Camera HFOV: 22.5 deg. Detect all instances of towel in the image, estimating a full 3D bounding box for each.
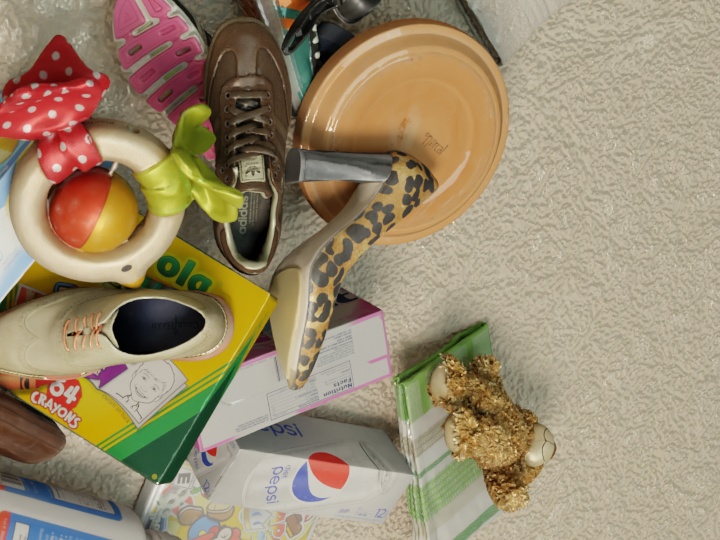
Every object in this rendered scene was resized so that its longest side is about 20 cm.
[{"bbox_3d":[0.085,0.166,1.718,0.149,0.031,0.201,-31,121,-47],"label":"towel"},{"bbox_3d":[0.125,-0.297,1.603,0.132,0.034,0.200,-43,123,-12],"label":"towel"}]

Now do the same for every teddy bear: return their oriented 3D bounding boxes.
[{"bbox_3d":[0.125,0.146,1.664,0.067,0.145,0.200,-27,130,16],"label":"teddy bear"}]

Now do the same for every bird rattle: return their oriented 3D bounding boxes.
[{"bbox_3d":[-0.188,-0.064,1.313,0.199,0.113,0.164,15,114,-32],"label":"bird rattle"}]

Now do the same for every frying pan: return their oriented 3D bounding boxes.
[{"bbox_3d":[-0.017,-0.251,1.475,0.190,0.031,0.116,-40,130,-60],"label":"frying pan"}]

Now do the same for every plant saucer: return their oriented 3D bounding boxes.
[{"bbox_3d":[0.039,-0.113,1.534,0.199,0.032,0.201,-12,120,-22],"label":"plant saucer"}]

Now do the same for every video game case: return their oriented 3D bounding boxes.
[{"bbox_3d":[-0.141,0.275,1.637,0.181,0.023,0.201,20,95,-35],"label":"video game case"}]

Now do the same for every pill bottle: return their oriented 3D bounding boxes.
[{"bbox_3d":[-0.247,0.239,1.498,0.199,0.112,0.113,21,95,-30],"label":"pill bottle"}]

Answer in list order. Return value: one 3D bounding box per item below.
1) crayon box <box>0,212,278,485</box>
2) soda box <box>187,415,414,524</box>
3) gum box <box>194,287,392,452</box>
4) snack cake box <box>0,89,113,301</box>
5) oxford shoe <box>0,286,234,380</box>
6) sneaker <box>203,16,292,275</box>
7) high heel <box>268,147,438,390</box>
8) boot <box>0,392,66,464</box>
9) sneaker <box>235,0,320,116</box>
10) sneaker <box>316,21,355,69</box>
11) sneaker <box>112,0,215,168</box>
[{"bbox_3d":[-0.194,0.044,1.434,0.199,0.058,0.173,30,90,8],"label":"crayon box"},{"bbox_3d":[-0.053,0.173,1.614,0.199,0.068,0.064,14,118,-37],"label":"soda box"},{"bbox_3d":[-0.079,0.074,1.552,0.199,0.113,0.066,-20,116,-25],"label":"gum box"},{"bbox_3d":[-0.289,-0.042,1.383,0.200,0.115,0.067,-52,125,-7],"label":"snack cake box"},{"bbox_3d":[-0.199,0.042,1.368,0.199,0.074,0.071,-9,83,6],"label":"oxford shoe"},{"bbox_3d":[-0.081,-0.093,1.404,0.070,0.076,0.201,-6,111,-12],"label":"sneaker"},{"bbox_3d":[0.000,0.000,1.488,0.142,0.071,0.201,2,96,-31],"label":"high heel"},{"bbox_3d":[-0.348,0.100,1.416,0.200,0.186,0.065,34,72,-64],"label":"boot"},{"bbox_3d":[-0.059,-0.228,1.489,0.080,0.071,0.201,-25,117,-19],"label":"sneaker"},{"bbox_3d":[0.003,-0.121,1.563,0.082,0.070,0.200,-45,122,-16],"label":"sneaker"},{"bbox_3d":[-0.125,-0.159,1.468,0.074,0.088,0.200,-29,115,26],"label":"sneaker"}]
